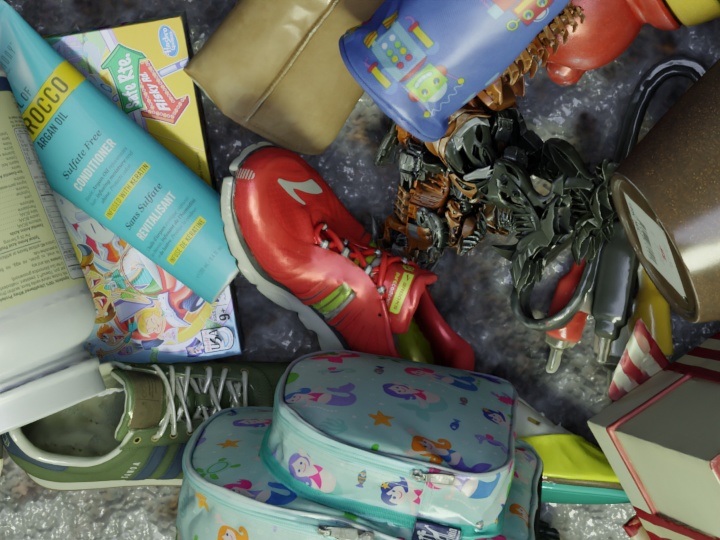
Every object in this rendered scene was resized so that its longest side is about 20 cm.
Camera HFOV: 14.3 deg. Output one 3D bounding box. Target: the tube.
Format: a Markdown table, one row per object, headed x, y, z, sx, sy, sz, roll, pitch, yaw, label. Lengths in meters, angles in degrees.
| x | y | z | sx | sy | sz | roll | pitch | yaw | label |
| --- | --- | --- | --- | --- | --- | --- | --- | --- | --- |
| -0.146 | -0.062 | 1.626 | 0.200 | 0.050 | 0.078 | 38 | 99 | 0 | tube |

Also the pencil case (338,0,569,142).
| x | y | z | sx | sy | sz | roll | pitch | yaw | label |
| --- | --- | --- | --- | --- | --- | --- | --- | --- | --- |
| 0.079 | -0.161 | 1.540 | 0.078 | 0.087 | 0.200 | 41 | 105 | -18 | pencil case |

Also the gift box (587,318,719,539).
| x | y | z | sx | sy | sz | roll | pitch | yaw | label |
| --- | --- | --- | --- | --- | --- | --- | --- | --- | --- |
| 0.250 | 0.100 | 1.595 | 0.184 | 0.187 | 0.200 | -28 | 101 | -14 | gift box |

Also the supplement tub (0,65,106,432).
| x | y | z | sx | sy | sz | roll | pitch | yaw | label |
| --- | --- | --- | --- | --- | --- | --- | --- | --- | --- |
| -0.230 | -0.005 | 1.560 | 0.145 | 0.145 | 0.200 | -21 | 89 | 4 | supplement tub |

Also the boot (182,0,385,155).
| x | y | z | sx | sy | sz | roll | pitch | yaw | label |
| --- | --- | --- | --- | --- | --- | --- | --- | --- | --- |
| -0.038 | -0.174 | 1.584 | 0.175 | 0.066 | 0.200 | 29 | 120 | -19 | boot |

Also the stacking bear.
| x | y | z | sx | sy | sz | roll | pitch | yaw | label |
| --- | --- | --- | --- | --- | --- | --- | --- | --- | --- |
| 0.176 | -0.184 | 1.606 | 0.200 | 0.114 | 0.122 | -32 | 98 | 10 | stacking bear |

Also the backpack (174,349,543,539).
| x | y | z | sx | sy | sz | roll | pitch | yaw | label |
| --- | --- | --- | --- | --- | --- | --- | --- | --- | --- |
| -0.002 | 0.130 | 1.562 | 0.199 | 0.178 | 0.151 | 5 | 109 | 5 | backpack |

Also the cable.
| x | y | z | sx | sy | sz | roll | pitch | yaw | label |
| --- | --- | --- | --- | --- | --- | --- | --- | --- | --- |
| 0.149 | -0.029 | 1.674 | 0.097 | 0.050 | 0.201 | 12 | 88 | 16 | cable |

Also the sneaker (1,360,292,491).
| x | y | z | sx | sy | sz | roll | pitch | yaw | label |
| --- | --- | --- | --- | --- | --- | --- | --- | --- | --- |
| -0.111 | 0.085 | 1.645 | 0.200 | 0.090 | 0.067 | -9 | 71 | 9 | sneaker |

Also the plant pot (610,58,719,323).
| x | y | z | sx | sy | sz | roll | pitch | yaw | label |
| --- | --- | --- | --- | --- | --- | --- | --- | --- | --- |
| 0.244 | -0.058 | 1.562 | 0.200 | 0.187 | 0.187 | -28 | 98 | -7 | plant pot |

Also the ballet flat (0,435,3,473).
| x | y | z | sx | sy | sz | roll | pitch | yaw | label |
| --- | --- | --- | --- | --- | --- | --- | --- | --- | --- |
| -0.256 | 0.045 | 1.672 | 0.066 | 0.057 | 0.201 | -14 | 99 | 5 | ballet flat |

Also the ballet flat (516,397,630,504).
| x | y | z | sx | sy | sz | roll | pitch | yaw | label |
| --- | --- | --- | --- | --- | --- | --- | --- | --- | --- |
| 0.065 | 0.105 | 1.678 | 0.199 | 0.067 | 0.067 | -2 | 78 | 3 | ballet flat |

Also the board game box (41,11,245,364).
| x | y | z | sx | sy | sz | roll | pitch | yaw | label |
| --- | --- | --- | --- | --- | --- | --- | --- | --- | --- |
| -0.150 | -0.040 | 1.668 | 0.134 | 0.034 | 0.201 | -10 | 99 | 3 | board game box |

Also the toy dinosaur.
| x | y | z | sx | sy | sz | roll | pitch | yaw | label |
| --- | --- | --- | --- | --- | --- | --- | --- | --- | --- |
| 0.071 | -0.059 | 1.610 | 0.136 | 0.200 | 0.102 | 41 | 55 | 19 | toy dinosaur |

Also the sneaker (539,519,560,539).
| x | y | z | sx | sy | sz | roll | pitch | yaw | label |
| --- | --- | --- | --- | --- | --- | --- | --- | --- | --- |
| 0.017 | 0.192 | 1.683 | 0.199 | 0.078 | 0.085 | 1 | 100 | 0 | sneaker |

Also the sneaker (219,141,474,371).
| x | y | z | sx | sy | sz | roll | pitch | yaw | label |
| --- | --- | --- | --- | --- | --- | --- | --- | --- | --- |
| 0.000 | 0.000 | 1.609 | 0.200 | 0.085 | 0.077 | 49 | 56 | -32 | sneaker |
